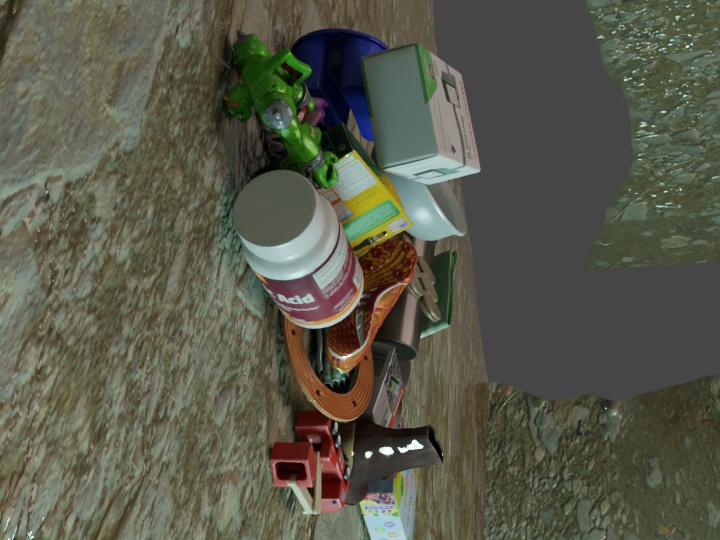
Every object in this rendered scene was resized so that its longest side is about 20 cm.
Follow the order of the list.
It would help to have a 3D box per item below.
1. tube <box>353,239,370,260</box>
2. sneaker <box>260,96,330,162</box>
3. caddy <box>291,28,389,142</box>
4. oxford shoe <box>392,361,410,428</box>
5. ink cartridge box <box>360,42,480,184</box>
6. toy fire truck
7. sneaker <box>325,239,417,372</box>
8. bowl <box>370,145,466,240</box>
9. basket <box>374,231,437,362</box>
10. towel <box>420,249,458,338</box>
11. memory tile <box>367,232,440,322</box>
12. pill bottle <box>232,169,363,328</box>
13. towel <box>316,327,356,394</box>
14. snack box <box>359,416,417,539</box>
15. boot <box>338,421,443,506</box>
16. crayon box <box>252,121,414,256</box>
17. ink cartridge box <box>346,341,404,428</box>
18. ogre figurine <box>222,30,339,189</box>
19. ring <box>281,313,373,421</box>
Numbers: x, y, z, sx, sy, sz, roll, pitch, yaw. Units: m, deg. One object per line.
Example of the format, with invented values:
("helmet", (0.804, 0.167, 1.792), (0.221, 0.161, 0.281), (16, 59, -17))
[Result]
("tube", (0.000, 0.000, 1.444), (0.058, 0.052, 0.200), (57, 18, -8))
("sneaker", (-0.064, -0.139, 1.312), (0.081, 0.088, 0.201), (-81, 165, -51))
("caddy", (-0.020, -0.259, 1.431), (0.200, 0.141, 0.106), (60, 32, -66))
("oxford shoe", (0.025, 0.221, 1.687), (0.071, 0.071, 0.200), (39, 47, -15))
("ink cartridge box", (0.082, -0.198, 1.350), (0.200, 0.084, 0.147), (0, 78, -69))
("toy fire truck", (-0.059, 0.256, 1.314), (0.141, 0.048, 0.201), (-78, 161, -50))
("sneaker", (0.009, 0.040, 1.353), (0.200, 0.073, 0.077), (-54, 170, -25))
("bowl", (0.069, -0.120, 1.540), (0.201, 0.090, 0.201), (54, 16, -23))
("basket", (0.047, 0.037, 1.680), (0.180, 0.135, 0.201), (119, -20, -66))
("towel", (0.086, 0.059, 1.752), (0.023, 0.200, 0.153), (29, 52, -30))
("memory tile", (0.057, -0.025, 1.530), (0.200, 0.017, 0.154), (52, 18, -27))
("pill bottle", (-0.070, -0.022, 1.190), (0.200, 0.113, 0.115), (64, 25, -60))
("towel", (-0.029, 0.088, 1.515), (0.171, 0.048, 0.201), (65, 25, -66))
("snack box", (0.047, 0.357, 1.733), (0.169, 0.067, 0.201), (-82, 165, -44))
("boot", (0.036, 0.278, 1.467), (0.200, 0.165, 0.073), (71, 20, -52))
("crayon box", (-0.029, -0.088, 1.278), (0.200, 0.125, 0.052), (45, 20, -56))
("ink cartridge box", (0.025, 0.200, 1.522), (0.200, 0.050, 0.109), (76, 30, -56))
("ogre figurine", (-0.091, -0.192, 1.164), (0.120, 0.098, 0.201), (48, 33, -55))
("ring", (-0.044, 0.100, 1.359), (0.200, 0.019, 0.201), (40, 40, -44))
